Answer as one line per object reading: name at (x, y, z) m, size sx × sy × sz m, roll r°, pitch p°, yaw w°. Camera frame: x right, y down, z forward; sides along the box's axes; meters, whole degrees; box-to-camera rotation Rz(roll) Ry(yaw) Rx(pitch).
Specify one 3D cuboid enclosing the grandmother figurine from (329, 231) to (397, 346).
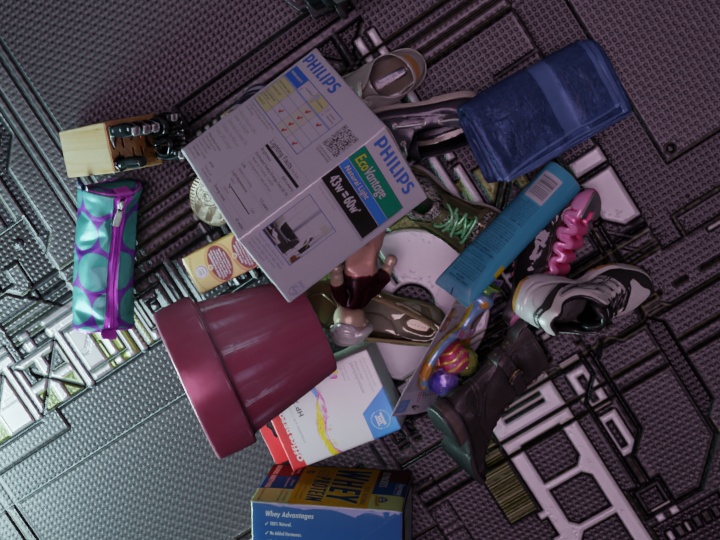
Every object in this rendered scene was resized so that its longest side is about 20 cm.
grandmother figurine at (0.000, 0.000, 1.350) m, size 0.060 × 0.121 × 0.202 m, roll 30°, pitch 116°, yaw 46°

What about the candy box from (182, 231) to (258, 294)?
candy box at (-0.115, -0.043, 1.389) m, size 0.199 × 0.117 × 0.057 m, roll -27°, pitch 95°, yaw 12°

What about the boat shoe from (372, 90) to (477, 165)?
boat shoe at (0.059, -0.163, 1.357) m, size 0.198 × 0.063 × 0.073 m, roll -16°, pitch 142°, yaw 8°

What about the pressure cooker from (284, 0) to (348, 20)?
pressure cooker at (-0.033, -0.403, 1.285) m, size 0.199 × 0.179 × 0.177 m, roll -23°, pitch 66°, yaw 12°

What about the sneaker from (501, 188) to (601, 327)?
sneaker at (0.220, -0.027, 1.377) m, size 0.095 × 0.079 × 0.201 m, roll 32°, pitch 103°, yaw 24°

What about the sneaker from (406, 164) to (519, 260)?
sneaker at (0.106, -0.063, 1.358) m, size 0.199 × 0.089 × 0.077 m, roll 30°, pitch 106°, yaw 12°

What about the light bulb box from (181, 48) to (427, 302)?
light bulb box at (-0.066, -0.111, 1.247) m, size 0.199 × 0.199 × 0.125 m, roll -36°, pitch 136°, yaw 0°

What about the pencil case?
pencil case at (-0.333, -0.018, 1.439) m, size 0.084 × 0.092 × 0.202 m, roll -2°, pitch 104°, yaw -29°

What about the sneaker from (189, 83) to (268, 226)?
sneaker at (-0.153, -0.151, 1.407) m, size 0.070 × 0.109 × 0.201 m, roll 29°, pitch 133°, yaw -1°

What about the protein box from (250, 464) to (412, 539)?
protein box at (-0.034, 0.378, 1.445) m, size 0.197 × 0.135 × 0.202 m, roll 2°, pitch 101°, yaw 8°

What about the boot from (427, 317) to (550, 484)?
boot at (0.179, 0.170, 1.398) m, size 0.174 × 0.201 × 0.069 m, roll -41°, pitch 52°, yaw -14°

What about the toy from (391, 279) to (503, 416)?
toy at (0.123, 0.104, 1.379) m, size 0.047 × 0.115 × 0.201 m, roll 31°, pitch 102°, yaw 28°

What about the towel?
towel at (0.220, -0.192, 1.315) m, size 0.199 × 0.049 × 0.112 m, roll -29°, pitch 94°, yaw -10°

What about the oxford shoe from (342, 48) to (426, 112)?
oxford shoe at (-0.007, -0.213, 1.374) m, size 0.199 × 0.058 × 0.076 m, roll -31°, pitch 97°, yaw 14°

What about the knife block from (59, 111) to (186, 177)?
knife block at (-0.306, -0.155, 1.366) m, size 0.198 × 0.176 × 0.065 m, roll -8°, pitch 98°, yaw 10°

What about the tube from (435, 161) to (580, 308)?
tube at (0.175, -0.042, 1.304) m, size 0.200 × 0.077 × 0.050 m, roll -45°, pitch 119°, yaw -4°

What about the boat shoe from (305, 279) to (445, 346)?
boat shoe at (0.012, 0.060, 1.417) m, size 0.199 × 0.063 × 0.074 m, roll 15°, pitch 102°, yaw 5°

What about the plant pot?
plant pot at (-0.135, 0.103, 1.348) m, size 0.178 × 0.200 × 0.201 m, roll -26°, pitch 96°, yaw -8°

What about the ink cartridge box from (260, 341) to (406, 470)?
ink cartridge box at (-0.053, 0.183, 1.447) m, size 0.199 × 0.067 × 0.117 m, roll -24°, pitch 96°, yaw 12°

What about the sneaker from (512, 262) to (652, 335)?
sneaker at (0.283, 0.045, 1.327) m, size 0.199 × 0.088 × 0.076 m, roll -9°, pitch 119°, yaw -25°
